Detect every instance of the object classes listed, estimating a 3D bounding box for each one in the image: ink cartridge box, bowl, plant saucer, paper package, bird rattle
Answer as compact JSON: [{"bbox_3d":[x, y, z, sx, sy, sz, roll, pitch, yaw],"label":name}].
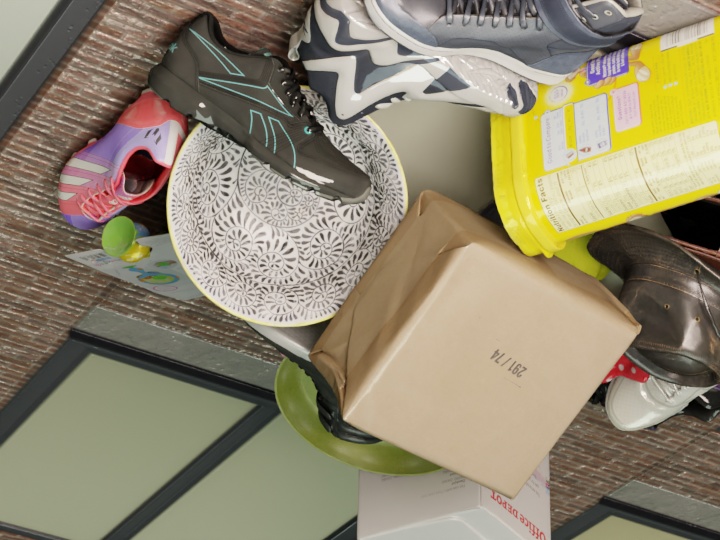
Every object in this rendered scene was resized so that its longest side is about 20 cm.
[{"bbox_3d":[0.094,0.189,1.978,0.145,0.202,0.147,-18,142,27],"label":"ink cartridge box"},{"bbox_3d":[-0.062,-0.063,1.666,0.199,0.094,0.203,-1,105,-3],"label":"bowl"},{"bbox_3d":[0.019,0.116,1.848,0.198,0.031,0.201,9,136,9],"label":"plant saucer"},{"bbox_3d":[0.092,0.063,1.637,0.199,0.104,0.191,27,105,-32],"label":"paper package"},{"bbox_3d":[0.187,0.028,1.855,0.162,0.114,0.200,5,160,23],"label":"bird rattle"}]

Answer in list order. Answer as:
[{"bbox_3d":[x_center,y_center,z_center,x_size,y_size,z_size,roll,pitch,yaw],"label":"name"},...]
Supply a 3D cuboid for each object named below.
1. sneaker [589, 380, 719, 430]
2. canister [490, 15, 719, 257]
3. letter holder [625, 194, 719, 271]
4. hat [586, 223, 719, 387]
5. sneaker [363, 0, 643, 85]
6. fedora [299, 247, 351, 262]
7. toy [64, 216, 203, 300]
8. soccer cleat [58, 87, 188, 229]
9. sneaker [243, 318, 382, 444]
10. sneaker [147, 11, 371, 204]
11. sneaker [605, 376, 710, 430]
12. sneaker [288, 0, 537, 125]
[{"bbox_3d":[0.262,0.112,1.954,0.198,0.088,0.076,-4,147,9],"label":"sneaker"},{"bbox_3d":[0.209,-0.107,1.567,0.198,0.150,0.087,-17,142,24],"label":"canister"},{"bbox_3d":[0.312,-0.017,1.745,0.141,0.101,0.200,18,160,38],"label":"letter holder"},{"bbox_3d":[0.267,0.049,1.696,0.200,0.081,0.201,31,167,8],"label":"hat"},{"bbox_3d":[0.115,-0.207,1.466,0.201,0.078,0.146,10,159,-30],"label":"sneaker"},{"bbox_3d":[0.000,0.000,1.800,0.198,0.083,0.201,4,155,2],"label":"fedora"},{"bbox_3d":[-0.164,-0.019,1.792,0.114,0.048,0.200,-11,167,25],"label":"toy"},{"bbox_3d":[-0.207,-0.078,1.694,0.066,0.077,0.200,20,143,-26],"label":"soccer cleat"},{"bbox_3d":[-0.035,0.092,1.763,0.199,0.071,0.099,26,129,-12],"label":"sneaker"},{"bbox_3d":[-0.070,-0.124,1.559,0.199,0.080,0.075,33,-176,0],"label":"sneaker"},{"bbox_3d":[0.312,0.086,1.872,0.199,0.081,0.075,-37,90,18],"label":"sneaker"},{"bbox_3d":[0.032,-0.157,1.564,0.198,0.080,0.129,16,152,-29],"label":"sneaker"}]
